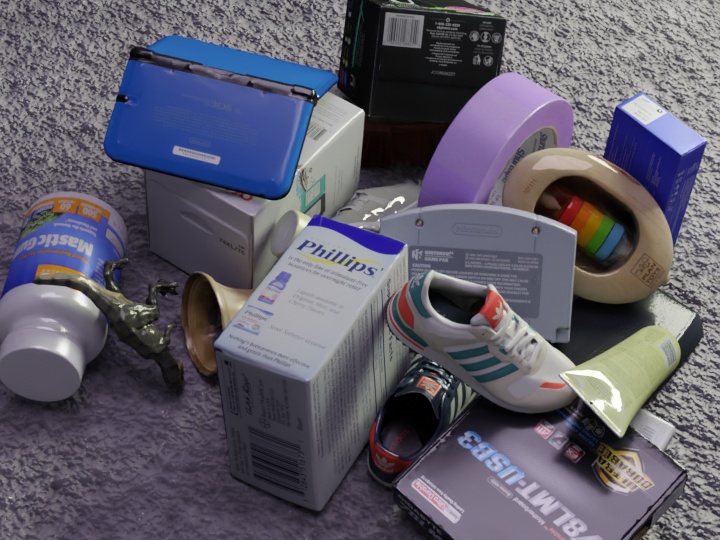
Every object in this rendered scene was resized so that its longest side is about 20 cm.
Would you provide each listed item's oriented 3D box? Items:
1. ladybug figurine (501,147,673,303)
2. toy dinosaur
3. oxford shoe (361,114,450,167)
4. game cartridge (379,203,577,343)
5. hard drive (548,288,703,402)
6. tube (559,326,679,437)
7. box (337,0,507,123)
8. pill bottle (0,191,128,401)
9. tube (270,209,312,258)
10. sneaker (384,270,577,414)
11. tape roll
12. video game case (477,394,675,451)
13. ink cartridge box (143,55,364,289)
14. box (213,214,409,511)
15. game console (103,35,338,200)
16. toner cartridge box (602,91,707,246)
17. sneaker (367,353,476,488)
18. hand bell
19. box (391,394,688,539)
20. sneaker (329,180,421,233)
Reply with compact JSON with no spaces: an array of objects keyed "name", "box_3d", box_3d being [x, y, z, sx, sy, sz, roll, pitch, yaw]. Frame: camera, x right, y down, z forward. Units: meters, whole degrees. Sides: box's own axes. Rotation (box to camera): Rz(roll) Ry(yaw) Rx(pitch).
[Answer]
[{"name":"ladybug figurine","box_3d":[0.235,-0.045,1.675,0.200,0.072,0.136,38,93,-2]},{"name":"toy dinosaur","box_3d":[-0.225,0.035,1.575,0.200,0.047,0.089,42,43,-28]},{"name":"oxford shoe","box_3d":[0.074,-0.162,1.857,0.198,0.071,0.075,4,42,-3]},{"name":"game cartridge","box_3d":[0.116,0.000,1.626,0.198,0.135,0.040,5,14,6]},{"name":"hard drive","box_3d":[0.256,0.078,1.670,0.135,0.043,0.200,35,53,24]},{"name":"tube","box_3d":[0.247,0.100,1.519,0.058,0.052,0.200,4,14,26]},{"name":"box","box_3d":[0.065,-0.243,1.825,0.147,0.125,0.200,4,14,-12]},{"name":"pill bottle","box_3d":[-0.301,0.027,1.615,0.111,0.113,0.201,5,46,-1]},{"name":"tube","box_3d":[0.000,0.000,1.667,0.199,0.058,0.052,24,-2,-29]},{"name":"sneaker","box_3d":[0.122,0.063,1.482,0.199,0.093,0.071,29,62,-4]},{"name":"tape roll","box_3d":[0.145,-0.107,1.722,0.065,0.201,0.200,33,53,23]},{"name":"video game case","box_3d":[0.176,0.188,1.548,0.181,0.023,0.200,28,64,19]},{"name":"ink cartridge box","box_3d":[-0.113,-0.095,1.722,0.146,0.147,0.200,29,52,20]},{"name":"box","box_3d":[-0.040,0.085,1.536,0.104,0.185,0.200,19,47,21]},{"name":"game console","box_3d":[-0.141,-0.162,1.668,0.198,0.118,0.172,14,80,9]},{"name":"toner cartridge box","box_3d":[0.298,-0.081,1.713,0.043,0.201,0.095,-28,56,-28]},{"name":"sneaker","box_3d":[0.070,0.112,1.554,0.075,0.085,0.201,22,69,12]},{"name":"hand bell","box_3d":[-0.074,0.042,1.660,0.199,0.105,0.104,-7,47,-30]},{"name":"box","box_3d":[0.165,0.201,1.500,0.198,0.050,0.200,-41,64,-20]},{"name":"sneaker","box_3d":[0.001,-0.045,1.748,0.199,0.075,0.082,-18,44,-35]}]
